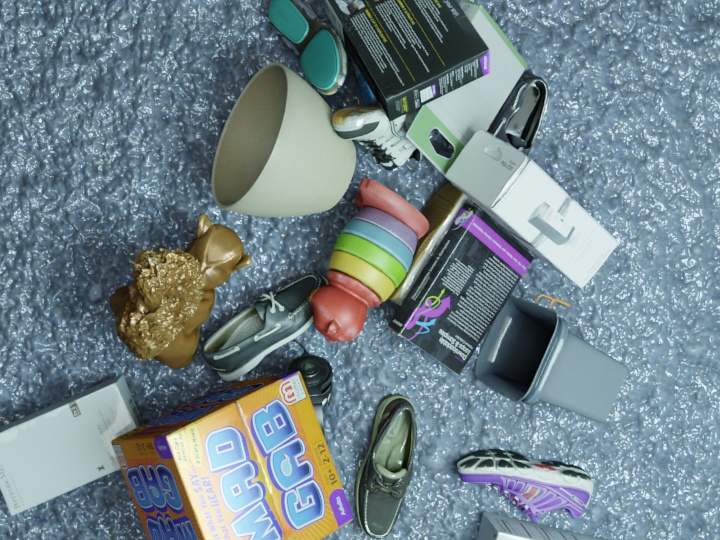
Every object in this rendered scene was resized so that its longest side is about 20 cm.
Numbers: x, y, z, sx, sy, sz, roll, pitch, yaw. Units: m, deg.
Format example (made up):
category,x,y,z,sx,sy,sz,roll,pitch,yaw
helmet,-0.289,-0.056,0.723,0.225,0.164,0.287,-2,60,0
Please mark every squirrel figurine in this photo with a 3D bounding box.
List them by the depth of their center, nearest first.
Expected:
category,x,y,z,sx,sy,sz,roll,pitch,yaw
squirrel figurine,-0.230,0.023,1.385,0.186,0.200,0.142,-43,89,7

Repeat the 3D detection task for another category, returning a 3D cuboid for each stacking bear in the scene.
category,x,y,z,sx,sy,sz,roll,pitch,yaw
stacking bear,0.000,0.000,1.421,0.112,0.122,0.202,29,79,0

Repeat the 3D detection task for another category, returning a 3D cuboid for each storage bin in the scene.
category,x,y,z,sx,sy,sz,roll,pitch,yaw
storage bin,0.264,0.119,1.437,0.133,0.200,0.148,25,90,-15

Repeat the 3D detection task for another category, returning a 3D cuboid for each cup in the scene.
category,x,y,z,sx,sy,sz,roll,pitch,yaw
cup,-0.089,-0.153,1.411,0.141,0.200,0.204,21,90,-28

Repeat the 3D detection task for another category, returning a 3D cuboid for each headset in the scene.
category,x,y,z,sx,sy,sz,roll,pitch,yaw
headset,-0.058,0.153,1.447,0.092,0.124,0.204,-6,69,-7

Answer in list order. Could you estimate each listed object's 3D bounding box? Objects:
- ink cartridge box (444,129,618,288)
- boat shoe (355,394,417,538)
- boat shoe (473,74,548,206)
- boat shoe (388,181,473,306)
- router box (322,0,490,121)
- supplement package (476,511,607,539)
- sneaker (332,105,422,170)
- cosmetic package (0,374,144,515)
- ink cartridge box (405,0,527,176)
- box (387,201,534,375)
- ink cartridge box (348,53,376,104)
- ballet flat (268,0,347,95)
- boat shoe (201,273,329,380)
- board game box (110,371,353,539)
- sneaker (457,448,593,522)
category,x,y,z,sx,sy,sz,roll,pitch,yaw
ink cartridge box,0.225,-0.082,1.407,0.199,0.146,0.085,39,94,-31
boat shoe,0.037,0.276,1.478,0.070,0.066,0.205,12,91,-5
boat shoe,0.205,-0.179,1.480,0.072,0.063,0.203,26,90,-6
boat shoe,0.109,-0.034,1.480,0.069,0.071,0.202,32,89,-25
router box,0.056,-0.306,1.358,0.147,0.051,0.202,-25,64,-5
supplement package,0.260,0.421,1.476,0.196,0.110,0.116,14,91,-5
sneaker,0.035,-0.176,1.414,0.075,0.199,0.090,10,104,34
cosmetic package,-0.394,0.234,1.437,0.197,0.081,0.115,-25,95,-4
ink cartridge box,0.133,-0.238,1.436,0.145,0.048,0.202,36,85,-48
box,0.139,0.028,1.460,0.142,0.036,0.202,35,86,-39
ink cartridge box,0.030,-0.345,1.461,0.114,0.067,0.203,-20,93,-4
ballet flat,-0.055,-0.298,1.418,0.071,0.072,0.201,-32,54,-2
boat shoe,-0.128,0.068,1.450,0.200,0.076,0.060,-43,131,-4
board game box,-0.166,0.266,1.361,0.198,0.199,0.203,-23,93,-34
sneaker,0.229,0.307,1.489,0.196,0.081,0.085,13,96,-5
